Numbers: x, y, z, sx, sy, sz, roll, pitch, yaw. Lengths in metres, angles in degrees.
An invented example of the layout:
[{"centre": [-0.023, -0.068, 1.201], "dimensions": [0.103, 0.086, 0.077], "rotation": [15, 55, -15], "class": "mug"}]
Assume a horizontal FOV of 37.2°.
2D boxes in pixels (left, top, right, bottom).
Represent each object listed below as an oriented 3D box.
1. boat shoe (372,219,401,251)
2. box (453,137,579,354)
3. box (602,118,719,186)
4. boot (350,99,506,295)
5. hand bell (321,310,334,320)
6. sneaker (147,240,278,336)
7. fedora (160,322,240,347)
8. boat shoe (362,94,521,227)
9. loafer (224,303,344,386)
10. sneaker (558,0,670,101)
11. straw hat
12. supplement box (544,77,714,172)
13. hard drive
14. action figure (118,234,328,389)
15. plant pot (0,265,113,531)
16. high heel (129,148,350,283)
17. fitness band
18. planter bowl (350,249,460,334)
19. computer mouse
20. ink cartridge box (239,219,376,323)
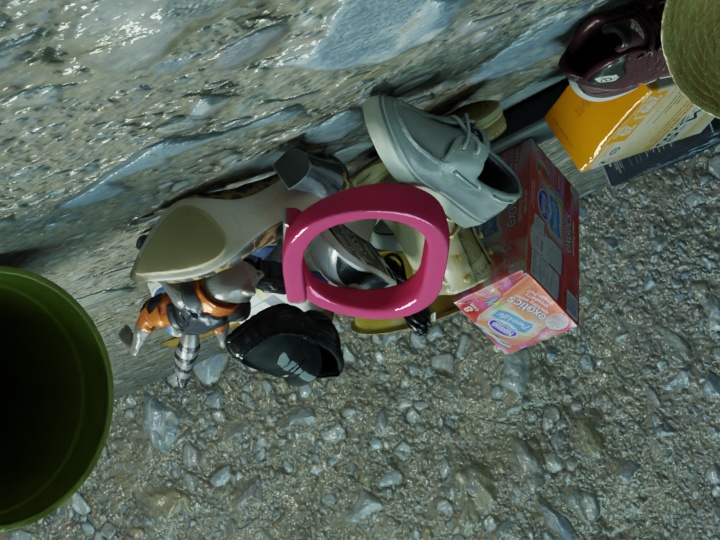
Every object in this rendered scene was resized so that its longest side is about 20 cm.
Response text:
[{"centre": [0.055, -0.079, 1.215], "dimensions": [0.073, 0.088, 0.202], "rotation": [0, -166, 11], "class": "boat shoe"}, {"centre": [0.170, -0.028, 1.148], "dimensions": [0.094, 0.102, 0.202], "rotation": [-25, -142, 33], "class": "box"}, {"centre": [0.396, -0.200, 1.307], "dimensions": [0.147, 0.109, 0.200], "rotation": [-20, 174, -25], "class": "box"}, {"centre": [0.092, -0.063, 1.026], "dimensions": [0.199, 0.157, 0.073], "rotation": [-25, -171, 47], "class": "boot"}, {"centre": [-0.042, 0.022, 1.249], "dimensions": [0.103, 0.105, 0.201], "rotation": [-23, -158, 11], "class": "hand bell"}, {"centre": [-0.152, 0.008, 1.151], "dimensions": [0.075, 0.078, 0.199], "rotation": [0, 158, -45], "class": "sneaker"}, {"centre": [-0.176, 0.036, 1.383], "dimensions": [0.198, 0.083, 0.201], "rotation": [-19, 180, 0], "class": "fedora"}, {"centre": [0.074, -0.098, 0.880], "dimensions": [0.071, 0.071, 0.200], "rotation": [-25, 150, 23], "class": "boat shoe"}, {"centre": [-0.065, 0.077, 1.045], "dimensions": [0.068, 0.071, 0.200], "rotation": [-36, 164, 14], "class": "loafer"}, {"centre": [0.254, -0.196, 0.884], "dimensions": [0.198, 0.077, 0.115], "rotation": [-24, 172, 26], "class": "sneaker"}, {"centre": [0.319, -0.217, 0.814], "dimensions": [0.199, 0.202, 0.086], "rotation": [-24, -145, 17], "class": "straw hat"}, {"centre": [0.296, -0.181, 1.062], "dimensions": [0.198, 0.074, 0.126], "rotation": [-20, 158, -34], "class": "supplement box"}, {"centre": [0.180, -0.158, 1.202], "dimensions": [0.198, 0.033, 0.139], "rotation": [-25, 175, 25], "class": "hard drive"}, {"centre": [-0.131, 0.039, 1.041], "dimensions": [0.197, 0.106, 0.193], "rotation": [9, 154, -20], "class": "action figure"}, {"centre": [-0.341, 0.108, 0.892], "dimensions": [0.199, 0.204, 0.191], "rotation": [-18, -174, -43], "class": "plant pot"}, {"centre": [-0.101, -0.039, 0.953], "dimensions": [0.198, 0.072, 0.142], "rotation": [-31, 171, 14], "class": "high heel"}, {"centre": [0.004, -0.011, 0.914], "dimensions": [0.141, 0.038, 0.201], "rotation": [0, 152, -1], "class": "fitness band"}, {"centre": [0.068, -0.001, 1.292], "dimensions": [0.197, 0.085, 0.201], "rotation": [-20, -168, 4], "class": "planter bowl"}, {"centre": [0.000, 0.000, 1.049], "dimensions": [0.044, 0.110, 0.199], "rotation": [-41, 144, 13], "class": "computer mouse"}, {"centre": [-0.080, 0.000, 1.186], "dimensions": [0.199, 0.067, 0.118], "rotation": [-27, -147, 45], "class": "ink cartridge box"}]
